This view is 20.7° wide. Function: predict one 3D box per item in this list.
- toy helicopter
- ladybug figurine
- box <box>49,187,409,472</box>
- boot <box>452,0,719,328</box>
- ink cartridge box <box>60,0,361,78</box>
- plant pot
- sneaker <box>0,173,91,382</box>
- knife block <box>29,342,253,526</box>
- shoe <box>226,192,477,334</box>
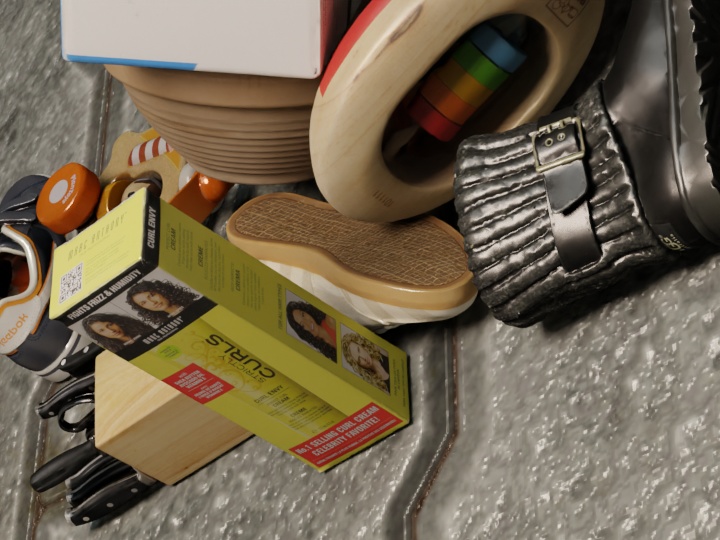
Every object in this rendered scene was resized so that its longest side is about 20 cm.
[{"bbox_3d":[-0.116,-0.082,1.292,0.132,0.079,0.201,17,74,52],"label":"toy helicopter"},{"bbox_3d":[0.047,-0.115,1.068,0.200,0.136,0.072,-44,49,11],"label":"ladybug figurine"},{"bbox_3d":[-0.065,0.035,1.040,0.075,0.199,0.050,-30,44,30],"label":"box"},{"bbox_3d":[0.125,-0.085,1.008,0.157,0.079,0.213,-21,50,39],"label":"boot"},{"bbox_3d":[-0.076,-0.181,1.129,0.200,0.144,0.085,-71,-17,-66],"label":"ink cartridge box"},{"bbox_3d":[-0.057,-0.112,1.194,0.201,0.199,0.094,37,134,54],"label":"plant pot"},{"bbox_3d":[-0.238,-0.013,1.382,0.078,0.079,0.201,-45,37,18],"label":"sneaker"},{"bbox_3d":[-0.115,0.087,1.177,0.199,0.064,0.177,21,81,53],"label":"knife block"},{"bbox_3d":[0.000,0.000,1.124,0.070,0.054,0.199,-35,32,-27],"label":"shoe"}]
